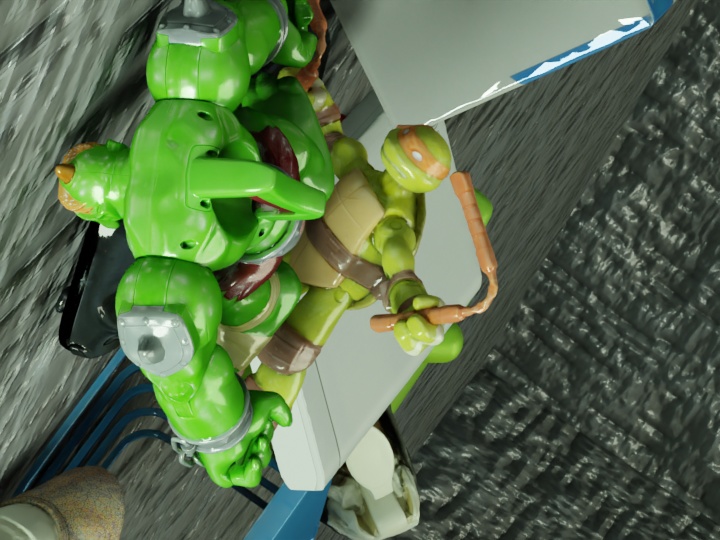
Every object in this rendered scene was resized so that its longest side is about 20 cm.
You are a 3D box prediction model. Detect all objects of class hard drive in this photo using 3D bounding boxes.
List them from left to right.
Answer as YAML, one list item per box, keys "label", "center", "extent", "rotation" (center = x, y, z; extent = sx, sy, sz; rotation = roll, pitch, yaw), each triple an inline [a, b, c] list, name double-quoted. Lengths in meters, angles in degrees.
- label: "hard drive"
  center: [0.000, 0.000, 1.437]
  extent: [0.200, 0.027, 0.132]
  rotation: [-50, 132, -51]

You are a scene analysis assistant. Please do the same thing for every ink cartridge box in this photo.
- label: "ink cartridge box"
  center: [0.090, -0.151, 1.448]
  extent: [0.146, 0.084, 0.200]
  rotation: [-24, -173, 23]

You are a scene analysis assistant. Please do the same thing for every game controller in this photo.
- label: "game controller"
  center: [-0.072, -0.043, 1.285]
  extent: [0.200, 0.042, 0.104]
  rotation: [-50, 157, -49]

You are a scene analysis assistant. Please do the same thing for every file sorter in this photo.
- label: "file sorter"
  center: [-0.102, 0.135, 1.511]
  extent: [0.139, 0.123, 0.200]
  rotation: [-55, 174, -18]

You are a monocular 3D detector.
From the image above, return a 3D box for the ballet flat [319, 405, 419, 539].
- label: "ballet flat"
  center: [-0.003, 0.109, 1.595]
  extent: [0.068, 0.068, 0.200]
  rotation: [-26, 146, -4]

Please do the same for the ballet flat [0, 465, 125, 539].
- label: "ballet flat"
  center: [-0.181, 0.163, 1.350]
  extent: [0.200, 0.068, 0.067]
  rotation: [-56, 147, -19]

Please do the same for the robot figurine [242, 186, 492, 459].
- label: "robot figurine"
  center: [-0.010, 0.023, 1.677]
  extent: [0.200, 0.116, 0.175]
  rotation: [-56, -160, -9]

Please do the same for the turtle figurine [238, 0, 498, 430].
- label: "turtle figurine"
  center: [-0.014, -0.013, 1.214]
  extent: [0.064, 0.200, 0.161]
  rotation: [21, 119, -45]

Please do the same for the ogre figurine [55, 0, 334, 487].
- label: "ogre figurine"
  center: [-0.055, -0.027, 1.122]
  extent: [0.200, 0.098, 0.120]
  rotation: [-65, 160, -4]

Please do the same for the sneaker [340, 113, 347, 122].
- label: "sneaker"
  center: [-0.050, -0.029, 1.449]
  extent: [0.200, 0.078, 0.116]
  rotation: [5, 96, -76]
